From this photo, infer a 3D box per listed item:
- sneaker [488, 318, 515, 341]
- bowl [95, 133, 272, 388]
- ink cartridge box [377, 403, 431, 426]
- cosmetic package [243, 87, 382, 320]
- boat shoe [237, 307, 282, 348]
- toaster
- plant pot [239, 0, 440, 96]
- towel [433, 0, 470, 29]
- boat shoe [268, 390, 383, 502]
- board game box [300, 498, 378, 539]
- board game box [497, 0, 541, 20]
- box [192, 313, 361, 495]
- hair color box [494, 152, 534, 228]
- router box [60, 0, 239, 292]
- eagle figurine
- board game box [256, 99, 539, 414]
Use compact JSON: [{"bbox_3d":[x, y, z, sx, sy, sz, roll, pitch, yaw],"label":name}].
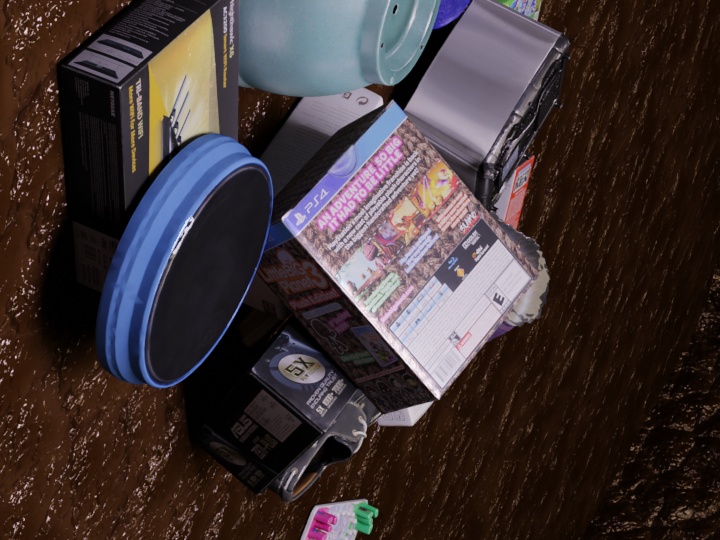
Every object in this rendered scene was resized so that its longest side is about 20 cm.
[{"bbox_3d":[0.092,0.001,1.929,0.087,0.200,0.076,-33,-167,33],"label":"sneaker"},{"bbox_3d":[-0.127,-0.003,1.308,0.201,0.039,0.201,-56,161,-30],"label":"bowl"},{"bbox_3d":[0.038,0.061,1.947,0.109,0.050,0.201,-44,125,-50],"label":"ink cartridge box"},{"bbox_3d":[-0.052,-0.068,1.559,0.200,0.074,0.102,-55,158,-28],"label":"cosmetic package"},{"bbox_3d":[-0.062,-0.017,1.624,0.201,0.063,0.073,-55,-176,-19],"label":"boat shoe"},{"bbox_3d":[0.130,-0.169,1.820,0.181,0.118,0.200,-59,170,-11],"label":"toaster"},{"bbox_3d":[-0.015,-0.224,1.395,0.201,0.134,0.201,-54,157,-36],"label":"plant pot"},{"bbox_3d":[0.102,-0.348,1.715,0.148,0.049,0.200,-58,158,-32],"label":"towel"},{"bbox_3d":[-0.022,0.171,1.814,0.200,0.068,0.072,-33,140,-29],"label":"boat shoe"},{"bbox_3d":[-0.049,0.379,2.118,0.201,0.026,0.200,-69,161,2],"label":"board game box"},{"bbox_3d":[0.162,-0.241,2.029,0.135,0.029,0.201,-43,149,-53],"label":"board game box"},{"bbox_3d":[-0.051,0.093,1.575,0.164,0.086,0.200,-51,-179,-30],"label":"box"},{"bbox_3d":[0.117,-0.050,1.983,0.064,0.110,0.201,-37,143,-58],"label":"hair color box"},{"bbox_3d":[-0.150,-0.100,1.281,0.157,0.052,0.201,-51,155,-42],"label":"router box"},{"bbox_3d":[0.100,0.003,1.818,0.151,0.151,0.200,-59,160,-1],"label":"eagle figurine"},{"bbox_3d":[0.022,-0.009,1.461,0.160,0.200,0.097,-47,-167,-30],"label":"board game box"}]
